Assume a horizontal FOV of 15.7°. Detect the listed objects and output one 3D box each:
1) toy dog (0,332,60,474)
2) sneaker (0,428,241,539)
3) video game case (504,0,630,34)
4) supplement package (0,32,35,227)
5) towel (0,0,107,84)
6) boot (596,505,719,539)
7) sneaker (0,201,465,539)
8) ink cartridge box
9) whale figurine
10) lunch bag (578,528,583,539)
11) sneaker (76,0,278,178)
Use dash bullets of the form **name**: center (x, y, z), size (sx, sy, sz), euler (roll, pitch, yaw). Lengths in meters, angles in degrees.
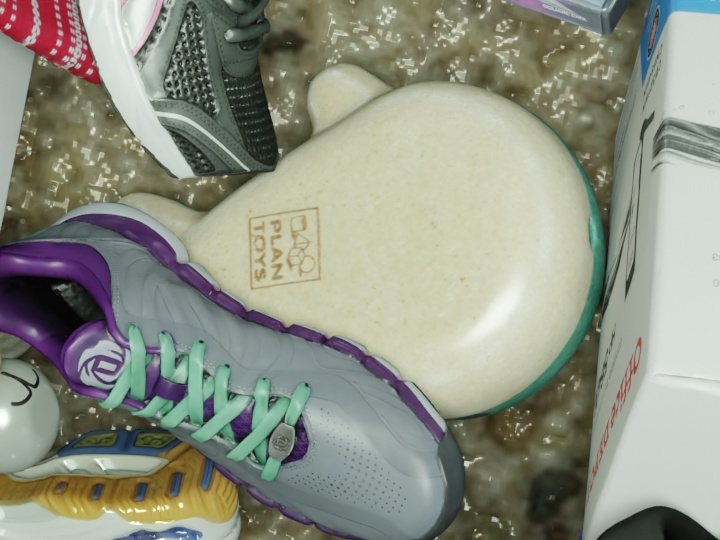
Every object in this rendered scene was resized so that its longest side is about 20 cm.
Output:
- **toy dog**: center (-0.218, 0.026, 0.979), size (0.200, 0.132, 0.096), euler (-10, 129, -1)
- **sneaker**: center (-0.144, 0.109, 1.014), size (0.200, 0.075, 0.088), euler (5, 120, 16)
- **video game case**: center (0.036, -0.176, 1.002), size (0.200, 0.019, 0.143), euler (22, 63, 21)
- **supplement package**: center (-0.194, -0.052, 0.911), size (0.114, 0.200, 0.110), euler (-18, 127, 17)
- **towel**: center (-0.154, -0.166, 0.916), size (0.022, 0.200, 0.145), euler (-21, 57, 27)
- **boot**: center (0.095, 0.153, 0.952), size (0.144, 0.200, 0.072), euler (-21, 56, 12)
- **sneaker**: center (-0.059, 0.047, 0.948), size (0.200, 0.088, 0.074), euler (31, 114, 25)
- **ink cartridge box**: center (0.136, -0.003, 0.951), size (0.084, 0.146, 0.200), euler (9, 56, 0)
- **whale figurine**: center (0.000, 0.000, 1.023), size (0.200, 0.104, 0.159), euler (-9, 77, 22)
- **lunch bag**: center (0.197, 0.114, 1.024), size (0.151, 0.094, 0.200), euler (-43, 75, -5)
- **sneaker**: center (-0.058, -0.129, 0.955), size (0.086, 0.080, 0.200), euler (-12, 105, 20)
